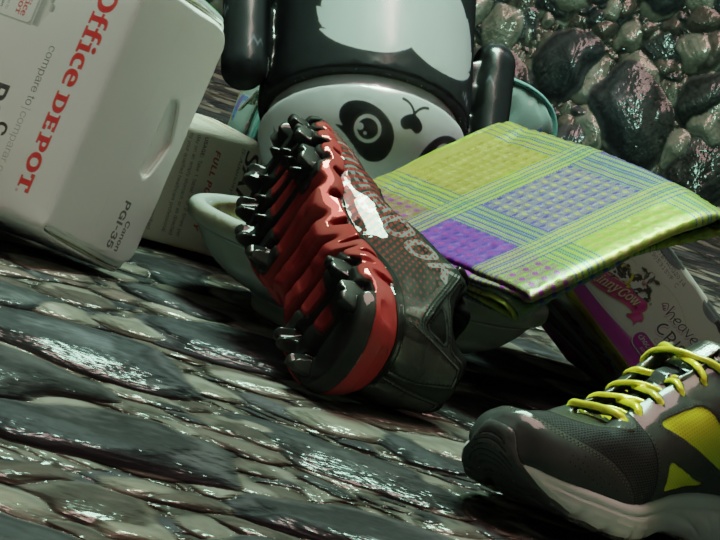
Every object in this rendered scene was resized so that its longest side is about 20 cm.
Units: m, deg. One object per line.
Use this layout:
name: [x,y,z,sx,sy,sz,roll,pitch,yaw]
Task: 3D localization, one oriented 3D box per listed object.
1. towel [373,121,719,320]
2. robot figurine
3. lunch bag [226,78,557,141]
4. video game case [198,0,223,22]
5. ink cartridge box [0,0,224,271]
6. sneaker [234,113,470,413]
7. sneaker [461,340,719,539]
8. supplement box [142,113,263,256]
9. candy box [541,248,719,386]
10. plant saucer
towel: [0.078,-0.028,1.478,0.143,0.023,0.200,-24,27,-28]
robot figurine: [0.005,-0.122,1.647,0.149,0.201,0.125,-3,-28,14]
lunch bag: [0.014,-0.074,1.771,0.199,0.161,0.077,21,3,-18]
video game case: [-0.190,-0.181,1.590,0.182,0.022,0.200,41,-21,-25]
ink cartridge box: [-0.191,-0.104,1.505,0.199,0.147,0.083,20,-6,29]
sneaker: [0.000,0.000,1.376,0.098,0.071,0.201,25,25,-29]
sneaker: [0.116,0.065,1.202,0.074,0.085,0.200,20,5,40]
supplement box: [-0.168,-0.072,1.680,0.199,0.074,0.126,15,6,-20]
candy box: [0.131,0.005,1.617,0.137,0.061,0.200,52,-5,-17]
plant saucer: [-0.001,0.011,1.522,0.199,0.050,0.200,17,7,-2]
